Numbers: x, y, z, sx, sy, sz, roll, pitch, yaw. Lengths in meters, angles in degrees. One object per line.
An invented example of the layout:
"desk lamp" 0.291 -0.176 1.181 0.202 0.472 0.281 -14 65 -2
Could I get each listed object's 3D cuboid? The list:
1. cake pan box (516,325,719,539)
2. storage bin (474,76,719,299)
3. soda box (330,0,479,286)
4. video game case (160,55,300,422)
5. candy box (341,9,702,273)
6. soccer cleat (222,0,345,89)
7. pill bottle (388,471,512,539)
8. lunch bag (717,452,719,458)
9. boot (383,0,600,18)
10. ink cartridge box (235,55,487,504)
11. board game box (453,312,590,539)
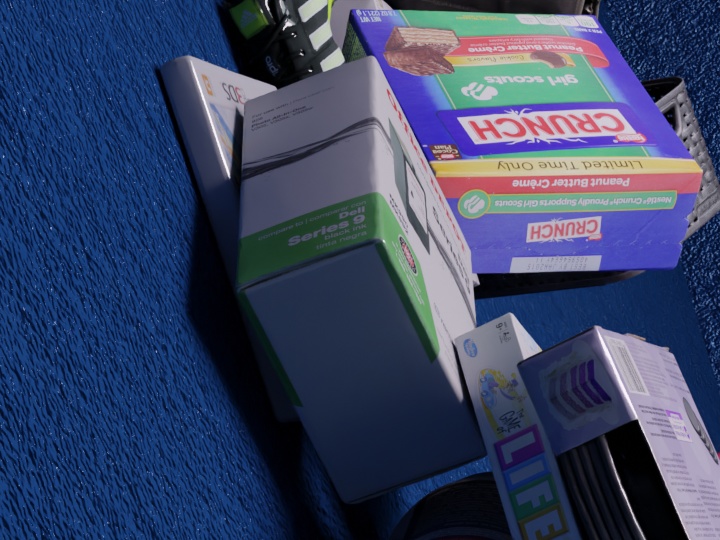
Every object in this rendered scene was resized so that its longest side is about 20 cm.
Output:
"cake pan box" 0.155 0.125 1.440 0.184 0.052 0.200 65 13 11
"storage bin" 0.126 -0.052 1.918 0.135 0.200 0.094 -36 112 -44
"soda box" 0.014 -0.078 1.851 0.068 0.064 0.200 34 38 -71
"video game case" -0.046 -0.015 1.574 0.182 0.022 0.200 7 64 -77
"candy box" 0.089 -0.080 1.721 0.200 0.169 0.077 -114 -151 -52
"soccer cleat" -0.043 -0.126 1.700 0.081 0.067 0.200 21 49 -47
"pill bottle" 0.064 0.176 1.519 0.200 0.119 0.120 -56 126 -75
"lunch bag" 0.196 0.216 1.874 0.176 0.200 0.082 -97 167 -49
"boot" 0.061 -0.209 1.880 0.073 0.200 0.182 -46 145 -36
"ink cartridge box" 0.000 0.000 1.498 0.200 0.084 0.146 -92 158 -58
"board game box" 0.111 0.136 1.431 0.134 0.034 0.200 47 22 -51
